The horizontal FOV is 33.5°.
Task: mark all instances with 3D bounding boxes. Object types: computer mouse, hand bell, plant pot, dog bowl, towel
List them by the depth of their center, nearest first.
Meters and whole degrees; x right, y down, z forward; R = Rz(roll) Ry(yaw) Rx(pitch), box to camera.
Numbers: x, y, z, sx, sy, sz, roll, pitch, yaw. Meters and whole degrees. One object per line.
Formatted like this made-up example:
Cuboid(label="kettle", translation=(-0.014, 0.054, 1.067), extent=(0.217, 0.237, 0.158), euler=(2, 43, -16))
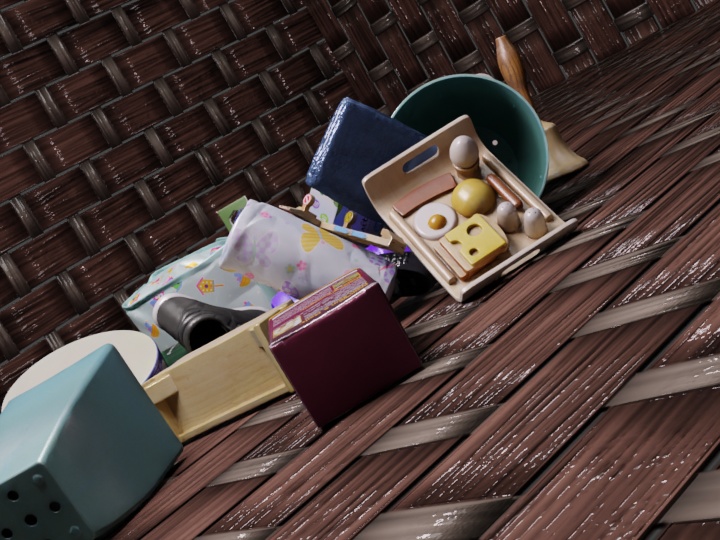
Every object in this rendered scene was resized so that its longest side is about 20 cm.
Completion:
Cuboid(label="plant pot", translation=(-0.288, 0.196, 1.171), extent=(0.141, 0.142, 0.200), euler=(-29, 14, 14))
Cuboid(label="towel", translation=(0.042, -0.104, 1.338), extent=(0.112, 0.199, 0.049), euler=(-64, 22, 2))
Cuboid(label="computer mouse", translation=(0.000, 0.000, 1.400), extent=(0.198, 0.059, 0.034), euler=(1, 53, 23))
Cuboid(label="dog bowl", translation=(-0.316, 0.159, 1.410), extent=(0.199, 0.079, 0.201), euler=(-15, 28, 8))
Cuboid(label="plant pot", translation=(0.130, -0.126, 1.468), extent=(0.200, 0.202, 0.161), euler=(-30, -5, 7))
Cuboid(label="hand bell", translation=(0.225, -0.220, 1.617), extent=(0.103, 0.201, 0.104), euler=(-21, 5, 2))

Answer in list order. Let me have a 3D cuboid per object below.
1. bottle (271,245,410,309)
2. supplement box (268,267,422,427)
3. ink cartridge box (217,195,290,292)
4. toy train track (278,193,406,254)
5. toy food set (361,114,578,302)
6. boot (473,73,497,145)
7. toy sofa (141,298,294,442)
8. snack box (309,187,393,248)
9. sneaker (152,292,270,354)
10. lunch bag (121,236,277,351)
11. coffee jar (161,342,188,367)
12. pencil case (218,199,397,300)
Cuboid(label="bottle", translation=(-0.009, 0.018, 1.470), extent=(0.199, 0.065, 0.084), euler=(-33, 50, -11))
Cuboid(label="supplement box", translation=(-0.019, 0.065, 1.115), extent=(0.110, 0.086, 0.200), euler=(-31, 6, -2))
Cuboid(label="ink cartridge box", translation=(-0.117, -0.022, 1.736), extent=(0.059, 0.201, 0.104), euler=(-33, 8, -29))
Cuboid(label="toy train track", translation=(-0.014, -0.053, 1.327), extent=(0.199, 0.114, 0.033), euler=(19, 82, 53))
Cuboid(label="toy food set", translation=(0.111, -0.070, 1.250), extent=(0.143, 0.061, 0.200), euler=(-32, 50, -9))
Cuboid(label="boot", translation=(0.157, -0.165, 1.648), extent=(0.072, 0.202, 0.090), euler=(1, 3, -4))
Cuboid(label="toy sofa", translation=(-0.139, 0.114, 1.318), extent=(0.199, 0.083, 0.098), euler=(-28, 3, 29))
Cuboid(label="snack box", translation=(0.007, -0.097, 1.538), extent=(0.200, 0.053, 0.143), euler=(-25, -42, -51))
Cuboid(label="sneaker", translation=(-0.149, 0.085, 1.460), extent=(0.099, 0.199, 0.071), euler=(39, 110, 56))
Cuboid(label="lunch bag", translation=(-0.195, 0.055, 1.640), extent=(0.199, 0.171, 0.122), euler=(-27, 15, 29))
Cuboid(label="coffee jar", translation=(-0.260, 0.155, 1.554), extent=(0.199, 0.086, 0.104), euler=(-29, 7, 18))
Cuboid(label="pencil case", translation=(-0.058, -0.003, 1.330), extent=(0.083, 0.199, 0.091), euler=(-67, -1, -58))
